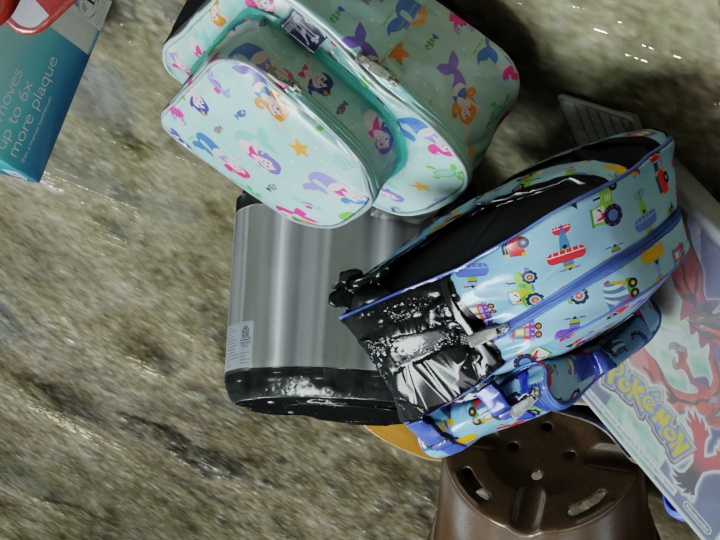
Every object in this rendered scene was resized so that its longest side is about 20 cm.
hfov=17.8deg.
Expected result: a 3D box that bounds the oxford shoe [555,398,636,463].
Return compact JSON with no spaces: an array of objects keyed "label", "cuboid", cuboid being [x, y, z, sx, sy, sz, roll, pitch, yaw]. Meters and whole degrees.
[{"label":"oxford shoe","cuboid":[0.230,0.119,1.673,0.200,0.073,0.071,27,157,8]}]

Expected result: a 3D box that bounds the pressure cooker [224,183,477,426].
[{"label":"pressure cooker","cuboid":[-0.002,0.000,1.564,0.176,0.200,0.179,-2,169,25]}]

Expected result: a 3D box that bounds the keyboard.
[{"label":"keyboard","cuboid":[0.176,-0.045,1.476,0.056,0.011,0.200,16,153,32]}]

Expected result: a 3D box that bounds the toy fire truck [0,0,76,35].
[{"label":"toy fire truck","cuboid":[-0.213,-0.243,1.357,0.200,0.168,0.112,49,-165,-6]}]

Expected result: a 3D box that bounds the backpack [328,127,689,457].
[{"label":"backpack","cuboid":[0.113,0.005,1.372,0.200,0.183,0.135,-28,92,34]}]

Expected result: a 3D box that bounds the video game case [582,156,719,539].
[{"label":"video game case","cuboid":[0.212,0.061,1.423,0.200,0.023,0.182,51,137,28]}]

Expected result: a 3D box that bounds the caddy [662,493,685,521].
[{"label":"caddy","cuboid":[0.270,0.106,1.508,0.105,0.141,0.200,31,157,-11]}]

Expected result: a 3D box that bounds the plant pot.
[{"label":"plant pot","cuboid":[0.144,0.187,1.796,0.200,0.200,0.198,22,148,19]}]

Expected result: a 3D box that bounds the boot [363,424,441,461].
[{"label":"boot","cuboid":[0.033,0.079,1.835,0.201,0.071,0.144,41,159,-12]}]

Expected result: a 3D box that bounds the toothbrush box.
[{"label":"toothbrush box","cuboid":[-0.275,-0.165,1.542,0.085,0.147,0.200,14,168,33]}]

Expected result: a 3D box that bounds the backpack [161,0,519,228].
[{"label":"backpack","cuboid":[-0.012,-0.113,1.399,0.200,0.151,0.178,31,157,-14]}]
